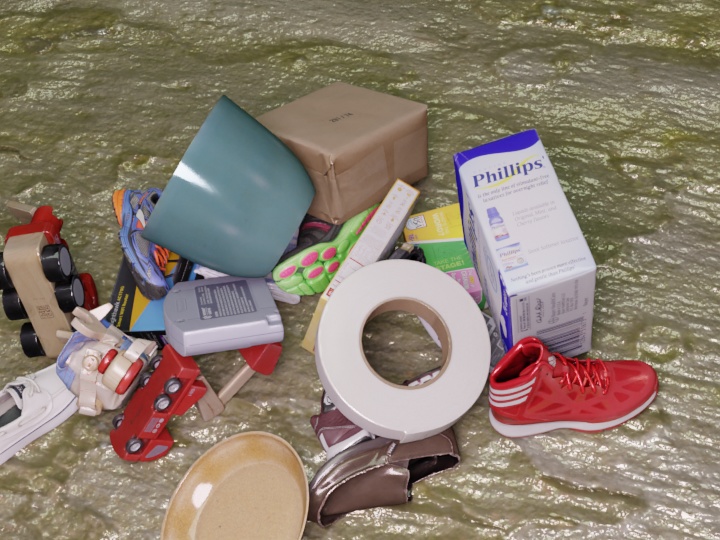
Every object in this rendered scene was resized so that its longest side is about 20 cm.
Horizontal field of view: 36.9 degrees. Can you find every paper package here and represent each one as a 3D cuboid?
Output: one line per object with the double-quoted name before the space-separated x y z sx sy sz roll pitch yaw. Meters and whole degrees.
"paper package" -0.032 -0.165 1.457 0.189 0.105 0.199 23 40 38

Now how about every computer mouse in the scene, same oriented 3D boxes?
"computer mouse" 0.099 0.060 1.295 0.199 0.044 0.110 41 49 0

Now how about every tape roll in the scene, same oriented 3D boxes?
"tape roll" 0.047 0.087 1.203 0.199 0.037 0.206 4 65 -9

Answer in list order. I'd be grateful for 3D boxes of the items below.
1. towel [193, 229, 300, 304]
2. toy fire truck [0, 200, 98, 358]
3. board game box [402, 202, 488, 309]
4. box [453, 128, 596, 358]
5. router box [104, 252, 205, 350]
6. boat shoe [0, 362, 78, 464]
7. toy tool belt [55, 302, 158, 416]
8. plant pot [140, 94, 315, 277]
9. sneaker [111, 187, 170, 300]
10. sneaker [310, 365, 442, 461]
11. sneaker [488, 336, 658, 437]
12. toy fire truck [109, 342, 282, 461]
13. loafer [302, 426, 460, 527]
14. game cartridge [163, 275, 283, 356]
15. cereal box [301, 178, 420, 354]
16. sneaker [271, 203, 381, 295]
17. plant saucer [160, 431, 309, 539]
"towel" -0.137 -0.053 1.450 0.145 0.024 0.202 17 49 -14
"toy fire truck" -0.414 -0.007 1.424 0.126 0.178 0.202 -8 38 6
"board game box" 0.162 -0.026 1.393 0.197 0.041 0.155 -15 49 0
"box" 0.188 -0.020 1.240 0.103 0.185 0.202 -16 57 0
"router box" -0.249 0.012 1.443 0.146 0.051 0.202 -3 51 12
"boat shoe" -0.419 0.165 1.346 0.199 0.066 0.072 -36 52 -17
"toy tool belt" -0.316 0.101 1.274 0.122 0.200 0.126 34 77 -4
"plant pot" -0.151 -0.087 1.329 0.159 0.201 0.202 30 55 -9
"sneaker" -0.275 -0.045 1.416 0.077 0.076 0.202 -19 50 -4
"sneaker" 0.025 0.141 1.265 0.198 0.076 0.116 -31 48 -13
"sneaker" 0.237 0.123 1.203 0.197 0.116 0.079 -16 50 0
"toy fire truck" -0.196 0.145 1.289 0.201 0.140 0.049 -56 51 16
"loafer" 0.027 0.226 1.192 0.198 0.074 0.071 -30 51 -12
"game cartridge" -0.167 0.050 1.280 0.131 0.042 0.200 -4 16 -10
"cereal box" 0.000 0.000 1.340 0.039 0.144 0.201 30 61 4
"sneaker" -0.052 -0.037 1.432 0.083 0.078 0.200 21 45 33
"plant saucer" -0.131 0.277 1.179 0.198 0.035 0.203 -19 50 24
